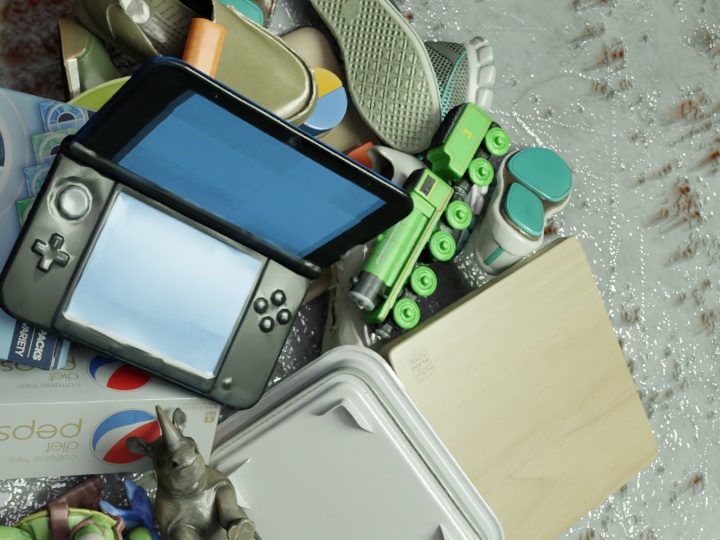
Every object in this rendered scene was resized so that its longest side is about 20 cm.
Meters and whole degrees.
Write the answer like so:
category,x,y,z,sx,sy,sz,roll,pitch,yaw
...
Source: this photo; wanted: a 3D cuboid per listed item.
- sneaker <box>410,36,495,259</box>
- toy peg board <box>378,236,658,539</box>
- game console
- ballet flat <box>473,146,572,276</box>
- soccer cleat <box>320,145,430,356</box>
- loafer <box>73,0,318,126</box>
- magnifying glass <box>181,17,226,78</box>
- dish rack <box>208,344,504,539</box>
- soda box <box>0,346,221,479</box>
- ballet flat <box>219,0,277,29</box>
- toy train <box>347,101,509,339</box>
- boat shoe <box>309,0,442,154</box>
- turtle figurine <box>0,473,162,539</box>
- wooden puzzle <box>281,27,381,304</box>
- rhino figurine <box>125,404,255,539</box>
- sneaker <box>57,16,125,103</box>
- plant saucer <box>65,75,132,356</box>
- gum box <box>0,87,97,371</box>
category,x,y,z,sx,sy,sz,roll,pitch,yaw
sneaker,0.062,-0.107,0.984,0.090,0.078,0.202,6,72,-7
toy peg board,0.109,0.106,0.921,0.199,0.098,0.201,-29,102,-28
game console,-0.096,-0.011,0.719,0.199,0.118,0.172,27,83,-29
ballet flat,0.132,-0.052,0.984,0.070,0.069,0.200,51,28,-7
soccer cleat,0.000,0.000,0.899,0.077,0.069,0.202,28,76,-34
loafer,-0.113,-0.159,0.837,0.199,0.067,0.077,23,88,-26
magnifying glass,-0.127,-0.072,0.781,0.079,0.022,0.202,17,85,-31
dish rack,-0.010,0.172,0.835,0.201,0.171,0.044,53,19,-7
soda box,-0.200,0.097,0.795,0.198,0.064,0.069,1,123,-26
ballet flat,-0.098,-0.219,0.914,0.069,0.071,0.201,25,87,-9
toy train,0.051,-0.042,0.875,0.056,0.042,0.201,36,69,-18
boat shoe,0.014,-0.186,0.954,0.201,0.074,0.062,62,20,15
turtle figurine,-0.218,0.220,0.731,0.192,0.144,0.202,11,71,-19
wooden puzzle,-0.057,-0.083,0.926,0.185,0.046,0.201,-31,93,-27
rhino figurine,-0.109,0.168,0.788,0.059,0.087,0.201,-28,126,-17
sneaker,-0.169,-0.090,0.857,0.089,0.067,0.202,-9,90,-16
plant saucer,-0.144,-0.035,0.811,0.198,0.031,0.202,0,90,-11
gum box,-0.275,-0.041,0.756,0.198,0.045,0.172,13,89,-1
